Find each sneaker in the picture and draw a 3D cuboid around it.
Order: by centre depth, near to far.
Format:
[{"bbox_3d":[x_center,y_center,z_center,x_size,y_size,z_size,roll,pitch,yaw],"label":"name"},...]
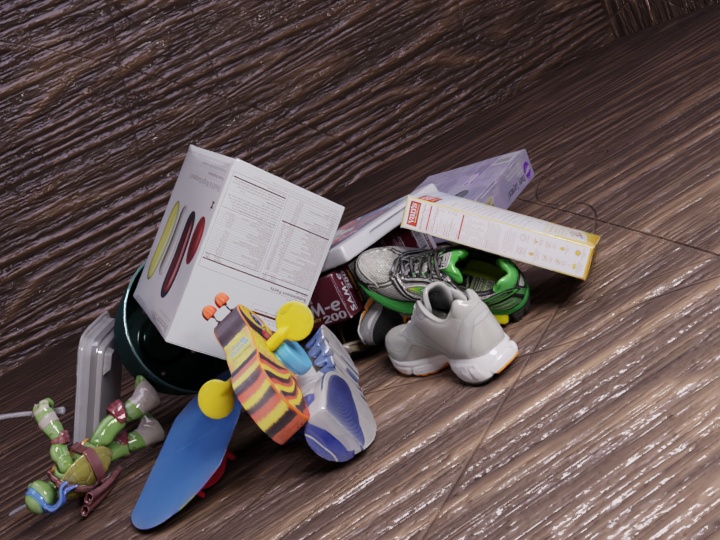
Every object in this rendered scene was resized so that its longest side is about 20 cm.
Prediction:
[{"bbox_3d":[-0.055,0.144,0.767,0.115,0.081,0.200,-40,17,7],"label":"sneaker"},{"bbox_3d":[0.079,0.054,0.784,0.075,0.093,0.199,-33,12,-27],"label":"sneaker"},{"bbox_3d":[0.084,-0.001,0.823,0.196,0.086,0.079,5,62,21],"label":"sneaker"},{"bbox_3d":[0.087,0.035,0.894,0.198,0.078,0.079,-31,-33,0],"label":"sneaker"}]

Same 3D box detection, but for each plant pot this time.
[{"bbox_3d":[-0.257,0.083,1.078,0.200,0.203,0.160,-35,5,-36],"label":"plant pot"}]

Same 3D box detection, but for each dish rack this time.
[{"bbox_3d":[-0.378,0.174,1.122,0.043,0.205,0.172,6,10,-6],"label":"dish rack"}]

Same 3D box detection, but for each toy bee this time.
[{"bbox_3d":[-0.108,0.079,0.717,0.132,0.109,0.199,-52,20,-14],"label":"toy bee"}]

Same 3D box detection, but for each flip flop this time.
[{"bbox_3d":[-0.018,0.072,1.009,0.080,0.058,0.200,-23,12,19],"label":"flip flop"}]

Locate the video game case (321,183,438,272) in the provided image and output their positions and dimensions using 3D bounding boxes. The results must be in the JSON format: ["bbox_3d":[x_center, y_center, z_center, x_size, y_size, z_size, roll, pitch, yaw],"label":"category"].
[{"bbox_3d":[-0.018,-0.038,0.971,0.181,0.023,0.199,-36,9,-38],"label":"video game case"}]

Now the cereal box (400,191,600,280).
[{"bbox_3d":[0.155,-0.042,0.825,0.196,0.040,0.143,17,13,19],"label":"cereal box"}]

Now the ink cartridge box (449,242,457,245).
[{"bbox_3d":[0.168,-0.086,1.253,0.114,0.068,0.200,-26,11,1],"label":"ink cartridge box"}]

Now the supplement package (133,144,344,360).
[{"bbox_3d":[-0.149,-0.019,0.891,0.190,0.145,0.204,24,93,60],"label":"supplement package"}]

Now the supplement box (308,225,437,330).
[{"bbox_3d":[0.000,0.000,0.975,0.108,0.062,0.199,-21,11,45],"label":"supplement box"}]

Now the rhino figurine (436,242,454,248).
[{"bbox_3d":[0.076,0.021,1.020,0.086,0.061,0.200,-16,18,37],"label":"rhino figurine"}]

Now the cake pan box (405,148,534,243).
[{"bbox_3d":[0.139,-0.102,1.113,0.182,0.053,0.200,-10,23,38],"label":"cake pan box"}]

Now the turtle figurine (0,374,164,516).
[{"bbox_3d":[-0.359,0.212,0.965,0.193,0.146,0.198,-31,15,-39],"label":"turtle figurine"}]

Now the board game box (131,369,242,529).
[{"bbox_3d":[-0.166,0.195,0.826,0.157,0.039,0.202,-33,26,33],"label":"board game box"}]

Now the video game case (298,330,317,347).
[{"bbox_3d":[-0.148,0.128,1.151,0.180,0.024,0.200,-29,12,-7],"label":"video game case"}]
